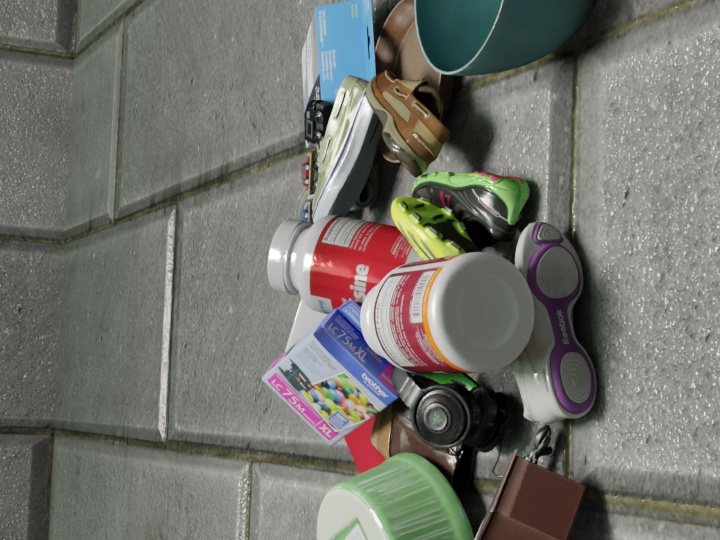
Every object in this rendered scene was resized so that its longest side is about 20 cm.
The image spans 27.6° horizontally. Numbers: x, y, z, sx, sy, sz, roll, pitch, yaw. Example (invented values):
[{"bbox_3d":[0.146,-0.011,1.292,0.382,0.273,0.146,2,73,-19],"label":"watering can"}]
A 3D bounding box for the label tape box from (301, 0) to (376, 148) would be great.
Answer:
[{"bbox_3d":[-0.031,-0.264,1.911,0.200,0.062,0.146,121,147,-69],"label":"label tape box"}]

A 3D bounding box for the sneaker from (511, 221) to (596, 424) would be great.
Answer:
[{"bbox_3d":[0.173,0.053,1.443,0.099,0.074,0.203,-34,55,58],"label":"sneaker"}]

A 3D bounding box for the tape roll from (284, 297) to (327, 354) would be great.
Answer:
[{"bbox_3d":[-0.041,0.055,1.821,0.202,0.070,0.205,-162,90,-90],"label":"tape roll"}]

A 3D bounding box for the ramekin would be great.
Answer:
[{"bbox_3d":[0.034,0.311,1.617,0.199,0.097,0.203,28,124,52],"label":"ramekin"}]

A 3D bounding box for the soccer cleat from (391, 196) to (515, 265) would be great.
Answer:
[{"bbox_3d":[0.100,-0.001,1.536,0.200,0.064,0.084,40,128,20],"label":"soccer cleat"}]

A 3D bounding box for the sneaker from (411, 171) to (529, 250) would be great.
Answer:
[{"bbox_3d":[0.110,-0.063,1.602,0.200,0.076,0.085,-176,94,-67],"label":"sneaker"}]

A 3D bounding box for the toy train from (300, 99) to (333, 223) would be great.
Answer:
[{"bbox_3d":[-0.057,-0.123,1.879,0.046,0.034,0.202,27,125,40],"label":"toy train"}]

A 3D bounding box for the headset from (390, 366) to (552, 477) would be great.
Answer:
[{"bbox_3d":[0.117,0.142,1.519,0.200,0.123,0.095,47,114,39],"label":"headset"}]

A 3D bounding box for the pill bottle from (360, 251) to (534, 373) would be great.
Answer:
[{"bbox_3d":[0.078,0.045,1.446,0.200,0.112,0.115,172,102,-66],"label":"pill bottle"}]

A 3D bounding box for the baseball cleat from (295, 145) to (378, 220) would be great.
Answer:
[{"bbox_3d":[-0.031,-0.093,1.930,0.107,0.069,0.201,51,145,33],"label":"baseball cleat"}]

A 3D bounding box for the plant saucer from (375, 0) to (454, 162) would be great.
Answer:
[{"bbox_3d":[0.065,-0.231,1.781,0.200,0.034,0.203,162,110,-63],"label":"plant saucer"}]

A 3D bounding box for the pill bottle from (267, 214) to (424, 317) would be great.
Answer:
[{"bbox_3d":[0.000,0.000,1.655,0.198,0.112,0.114,11,98,24],"label":"pill bottle"}]

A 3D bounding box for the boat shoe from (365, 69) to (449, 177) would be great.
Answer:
[{"bbox_3d":[0.062,-0.179,1.672,0.074,0.076,0.201,-40,32,14],"label":"boat shoe"}]

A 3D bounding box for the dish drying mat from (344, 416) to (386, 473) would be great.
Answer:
[{"bbox_3d":[0.001,0.197,1.868,0.201,0.018,0.077,-117,40,-51],"label":"dish drying mat"}]

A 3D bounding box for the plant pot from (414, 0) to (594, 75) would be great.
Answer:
[{"bbox_3d":[0.157,-0.290,1.467,0.200,0.133,0.203,-176,90,-65],"label":"plant pot"}]

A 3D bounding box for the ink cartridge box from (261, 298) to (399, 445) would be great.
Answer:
[{"bbox_3d":[-0.023,0.118,1.669,0.042,0.119,0.200,-50,5,-40],"label":"ink cartridge box"}]

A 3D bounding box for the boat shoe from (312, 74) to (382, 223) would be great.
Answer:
[{"bbox_3d":[-0.021,-0.146,1.820,0.062,0.072,0.202,31,113,21],"label":"boat shoe"}]

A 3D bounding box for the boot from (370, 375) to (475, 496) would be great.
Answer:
[{"bbox_3d":[0.084,0.139,1.664,0.166,0.072,0.203,20,103,52],"label":"boot"}]

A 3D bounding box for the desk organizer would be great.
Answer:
[{"bbox_3d":[0.154,0.268,1.444,0.201,0.076,0.072,103,-168,-54],"label":"desk organizer"}]
